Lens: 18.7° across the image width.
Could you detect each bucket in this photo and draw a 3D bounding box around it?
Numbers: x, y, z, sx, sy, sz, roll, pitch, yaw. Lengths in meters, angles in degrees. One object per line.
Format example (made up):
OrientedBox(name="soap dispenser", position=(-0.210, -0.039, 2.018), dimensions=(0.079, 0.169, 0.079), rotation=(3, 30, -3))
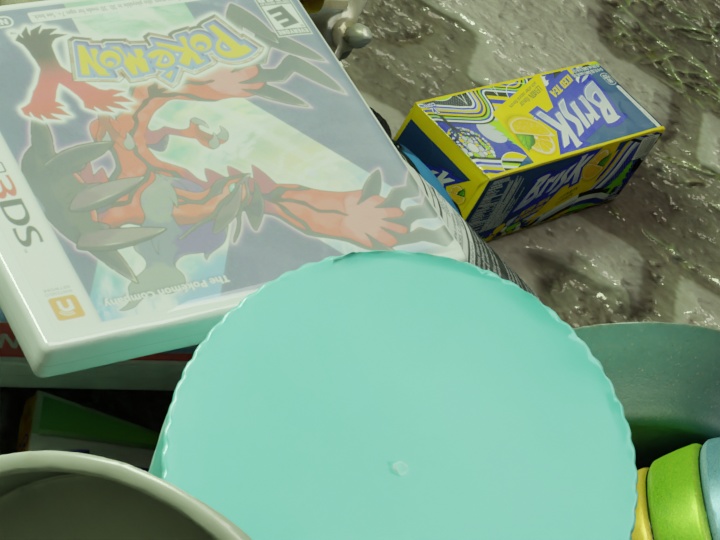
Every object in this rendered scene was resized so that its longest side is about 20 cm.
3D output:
OrientedBox(name="bucket", position=(0.008, 0.101, 0.845), dimensions=(0.206, 0.135, 0.208), rotation=(3, 64, -5))

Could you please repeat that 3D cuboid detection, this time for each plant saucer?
OrientedBox(name="plant saucer", position=(0.103, 0.087, 1.015), dimensions=(0.199, 0.200, 0.036), rotation=(11, 55, -30))

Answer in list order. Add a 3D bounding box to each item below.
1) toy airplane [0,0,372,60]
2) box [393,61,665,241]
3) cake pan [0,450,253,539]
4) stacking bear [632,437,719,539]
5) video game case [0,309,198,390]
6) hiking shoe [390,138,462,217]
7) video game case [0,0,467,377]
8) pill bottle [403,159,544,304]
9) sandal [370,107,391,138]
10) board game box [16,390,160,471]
OrientedBox(name="toy airplane", position=(-0.086, -0.135, 1.154), dimensions=(0.199, 0.199, 0.142), rotation=(-17, 82, -8))
OrientedBox(name="box", position=(0.098, -0.071, 1.329), dimensions=(0.070, 0.064, 0.200), rotation=(46, 34, 20))
OrientedBox(name="cake pan", position=(-0.093, 0.159, 0.755), dimensions=(0.200, 0.201, 0.037), rotation=(41, 18, 13))
OrientedBox(name="stacking bear", position=(0.138, 0.135, 0.958), dimensions=(0.114, 0.199, 0.122), rotation=(44, 32, -60))
OrientedBox(name="video game case", position=(-0.139, -0.015, 1.056), dimensions=(0.142, 0.017, 0.200), rotation=(2, 39, -18))
OrientedBox(name="hiking shoe", position=(-0.009, -0.041, 1.145), dimensions=(0.200, 0.074, 0.087), rotation=(45, 31, -41))
OrientedBox(name="video game case", position=(-0.079, -0.048, 0.914), dimensions=(0.199, 0.023, 0.183), rotation=(-12, 55, -32))
OrientedBox(name="pill bottle", position=(0.000, 0.000, 1.046), dimensions=(0.200, 0.106, 0.106), rotation=(43, 22, -39))
OrientedBox(name="sandal", position=(-0.070, -0.053, 1.186), dimensions=(0.200, 0.048, 0.075), rotation=(-21, 57, -36))
OrientedBox(name="board game box", position=(-0.106, 0.127, 0.934), dimensions=(0.095, 0.030, 0.200), rotation=(21, 32, -17))
